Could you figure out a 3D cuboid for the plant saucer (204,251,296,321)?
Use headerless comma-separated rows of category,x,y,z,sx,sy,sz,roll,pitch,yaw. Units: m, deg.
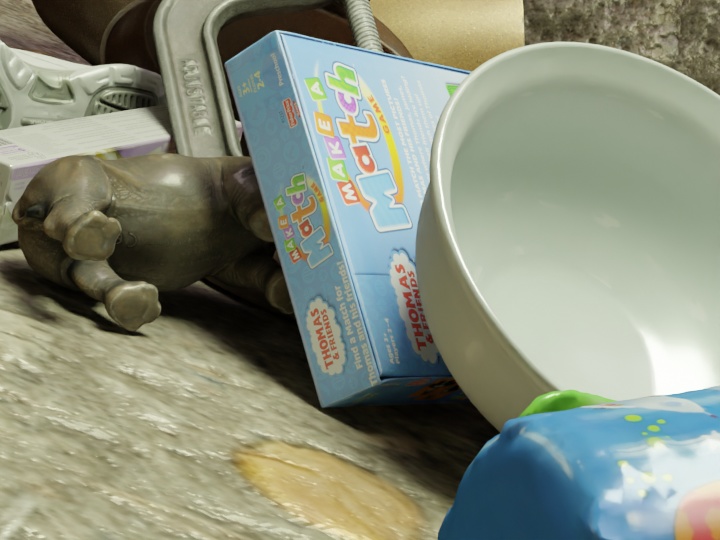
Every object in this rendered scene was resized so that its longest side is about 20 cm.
plant saucer,0.000,0.000,0.968,0.200,0.030,0.200,18,10,-3

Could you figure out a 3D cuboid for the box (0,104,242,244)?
box,-0.124,-0.049,0.917,0.041,0.039,0.200,22,19,21

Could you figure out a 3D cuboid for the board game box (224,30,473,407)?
board game box,0.036,-0.018,0.840,0.037,0.152,0.200,-26,-18,33

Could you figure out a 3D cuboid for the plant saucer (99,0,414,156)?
plant saucer,-0.048,-0.109,1.101,0.200,0.035,0.200,13,-28,7

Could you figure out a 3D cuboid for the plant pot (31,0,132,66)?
plant pot,-0.115,-0.185,1.374,0.187,0.187,0.200,9,29,-39

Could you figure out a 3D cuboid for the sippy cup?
sippy cup,0.092,0.084,0.469,0.130,0.140,0.178,3,-15,-21

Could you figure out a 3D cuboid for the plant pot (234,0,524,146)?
plant pot,-0.012,-0.125,1.235,0.199,0.187,0.186,2,13,-8

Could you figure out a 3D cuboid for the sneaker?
sneaker,-0.196,-0.083,0.982,0.200,0.078,0.099,13,-1,-43

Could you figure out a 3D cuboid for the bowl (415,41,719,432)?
bowl,0.098,0.014,0.764,0.201,0.090,0.201,16,50,-21

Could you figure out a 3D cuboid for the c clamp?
c clamp,-0.016,-0.101,0.960,0.170,0.027,0.200,-1,52,-9

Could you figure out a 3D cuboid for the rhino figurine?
rhino figurine,-0.056,-0.020,0.832,0.200,0.060,0.087,-3,22,-36
